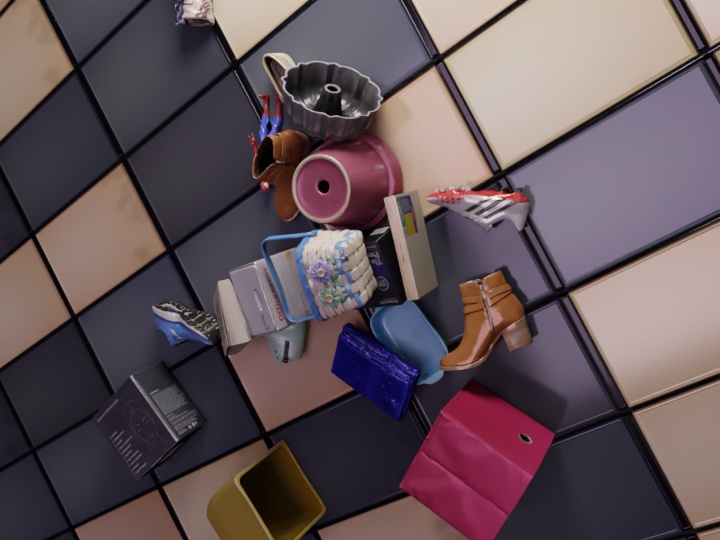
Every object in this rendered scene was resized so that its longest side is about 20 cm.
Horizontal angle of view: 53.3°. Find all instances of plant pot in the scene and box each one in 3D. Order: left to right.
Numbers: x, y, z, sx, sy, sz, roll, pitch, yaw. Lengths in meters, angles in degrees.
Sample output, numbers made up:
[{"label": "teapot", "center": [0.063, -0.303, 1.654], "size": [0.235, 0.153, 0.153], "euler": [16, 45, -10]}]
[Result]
[{"label": "plant pot", "center": [-0.240, 0.552, 1.657], "size": [0.199, 0.194, 0.197], "euler": [-36, 85, 32]}, {"label": "plant pot", "center": [-0.038, -0.169, 1.413], "size": [0.198, 0.179, 0.203], "euler": [6, 103, 25]}]

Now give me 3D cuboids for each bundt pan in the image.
[{"label": "bundt pan", "center": [-0.060, -0.322, 1.394], "size": [0.201, 0.202, 0.076], "euler": [32, 136, 16]}]

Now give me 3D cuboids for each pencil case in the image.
[{"label": "pencil case", "center": [-0.364, -0.626, 1.530], "size": [0.088, 0.078, 0.203], "euler": [-2, 101, 6]}]

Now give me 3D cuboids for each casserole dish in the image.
[{"label": "casserole dish", "center": [0.106, 0.141, 1.486], "size": [0.121, 0.039, 0.201], "euler": [-39, 82, 27]}]

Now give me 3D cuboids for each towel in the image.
[{"label": "towel", "center": [0.024, 0.217, 1.509], "size": [0.199, 0.049, 0.149], "euler": [33, 127, 24]}]

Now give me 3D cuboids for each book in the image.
[{"label": "book", "center": [-0.280, 0.103, 1.523], "size": [0.047, 0.200, 0.135], "euler": [-13, 81, -16]}]

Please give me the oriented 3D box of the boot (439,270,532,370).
[{"label": "boot", "center": [0.222, 0.101, 1.403], "size": [0.198, 0.074, 0.156], "euler": [-24, 89, 12]}]

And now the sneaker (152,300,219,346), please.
[{"label": "sneaker", "center": [-0.416, 0.141, 1.723], "size": [0.198, 0.078, 0.090], "euler": [19, 116, 30]}]

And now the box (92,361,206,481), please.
[{"label": "box", "center": [-0.528, 0.375, 1.789], "size": [0.200, 0.124, 0.197], "euler": [-43, 83, 27]}]

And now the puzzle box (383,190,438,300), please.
[{"label": "puzzle box", "center": [0.101, -0.053, 1.396], "size": [0.025, 0.133, 0.203], "euler": [-11, 95, 25]}]

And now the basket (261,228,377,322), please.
[{"label": "basket", "center": [-0.082, 0.005, 1.360], "size": [0.198, 0.139, 0.178], "euler": [-10, 111, 30]}]

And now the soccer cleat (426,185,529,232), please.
[{"label": "soccer cleat", "center": [0.220, -0.116, 1.363], "size": [0.197, 0.069, 0.086], "euler": [4, 98, 20]}]

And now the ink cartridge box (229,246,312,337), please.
[{"label": "ink cartridge box", "center": [-0.160, 0.038, 1.497], "size": [0.087, 0.199, 0.147], "euler": [-16, 95, 35]}]

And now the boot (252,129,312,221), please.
[{"label": "boot", "center": [-0.167, -0.191, 1.482], "size": [0.076, 0.155, 0.202], "euler": [27, 111, 18]}]

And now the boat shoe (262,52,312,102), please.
[{"label": "boat shoe", "center": [-0.136, -0.363, 1.482], "size": [0.072, 0.065, 0.201], "euler": [-34, 85, 27]}]

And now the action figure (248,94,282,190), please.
[{"label": "action figure", "center": [-0.201, -0.273, 1.544], "size": [0.065, 0.052, 0.203], "euler": [9, 107, 20]}]

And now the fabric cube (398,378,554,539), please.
[{"label": "fabric cube", "center": [0.228, 0.366, 1.387], "size": [0.198, 0.196, 0.202], "euler": [33, 113, 18]}]

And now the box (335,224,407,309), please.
[{"label": "box", "center": [0.000, 0.000, 1.446], "size": [0.198, 0.079, 0.142], "euler": [-9, 114, 40]}]

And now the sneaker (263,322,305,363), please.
[{"label": "sneaker", "center": [-0.216, 0.151, 1.621], "size": [0.198, 0.074, 0.120], "euler": [6, 102, 24]}]
